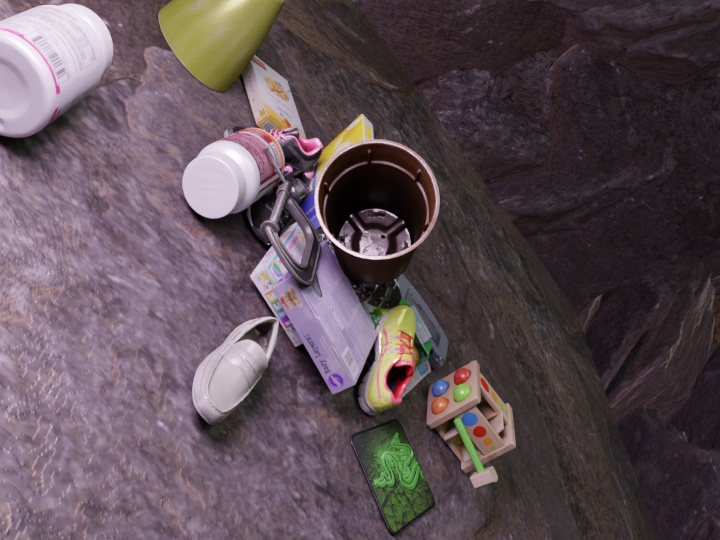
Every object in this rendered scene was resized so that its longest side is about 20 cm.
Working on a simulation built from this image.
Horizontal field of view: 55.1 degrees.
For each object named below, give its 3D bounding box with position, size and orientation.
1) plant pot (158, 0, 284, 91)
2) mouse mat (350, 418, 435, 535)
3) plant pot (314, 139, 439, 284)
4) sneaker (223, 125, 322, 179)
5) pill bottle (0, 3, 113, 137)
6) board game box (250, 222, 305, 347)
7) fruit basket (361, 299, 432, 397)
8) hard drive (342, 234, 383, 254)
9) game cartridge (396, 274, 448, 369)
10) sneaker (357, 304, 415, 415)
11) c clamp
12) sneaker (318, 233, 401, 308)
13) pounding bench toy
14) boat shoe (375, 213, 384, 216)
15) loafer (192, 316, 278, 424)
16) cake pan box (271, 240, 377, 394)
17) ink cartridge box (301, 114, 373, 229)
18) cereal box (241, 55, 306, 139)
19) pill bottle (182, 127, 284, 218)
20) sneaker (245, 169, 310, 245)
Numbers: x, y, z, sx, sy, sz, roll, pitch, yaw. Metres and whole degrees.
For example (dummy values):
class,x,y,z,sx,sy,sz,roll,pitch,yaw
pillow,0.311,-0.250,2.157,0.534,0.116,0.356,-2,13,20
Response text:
class,x,y,z,sx,sy,sz,roll,pitch,yaw
plant pot,-0.242,-0.476,1.291,0.187,0.198,0.189,46,24,-27
mouse mat,0.058,0.333,1.142,0.199,0.007,0.164,8,54,-65
plant pot,0.026,-0.079,1.158,0.199,0.196,0.204,88,-22,-71
sneaker,-0.155,-0.236,1.272,0.196,0.095,0.081,13,47,-35
pill bottle,-0.374,-0.245,0.813,0.114,0.112,0.202,49,23,-21
board game box,-0.105,0.017,1.145,0.136,0.034,0.201,59,20,-16
fruit basket,0.058,0.135,1.292,0.188,0.093,0.199,61,25,4
hard drive,0.008,-0.069,1.537,0.200,0.026,0.133,48,24,-26
game cartridge,0.130,0.111,1.556,0.202,0.041,0.134,55,17,-10
sneaker,0.066,0.150,1.181,0.077,0.089,0.204,31,61,-28
c clamp,-0.113,-0.072,1.037,0.172,0.027,0.202,55,19,-29
sneaker,0.000,0.000,1.296,0.198,0.080,0.089,37,8,18
pounding bench toy,0.213,0.305,1.359,0.157,0.123,0.201,51,23,-17
boat shoe,0.078,-0.135,1.743,0.077,0.070,0.201,64,25,-24
loafer,-0.154,0.117,0.875,0.070,0.069,0.201,51,23,-16
cake pan box,-0.048,0.071,1.104,0.203,0.051,0.185,60,22,-12
ink cartridge box,-0.053,-0.182,1.320,0.047,0.196,0.202,41,25,-25
cereal box,-0.187,-0.360,1.475,0.143,0.039,0.204,28,37,-53
pill bottle,-0.197,-0.154,1.086,0.111,0.108,0.200,54,22,-9
sneaker,-0.138,-0.124,1.203,0.076,0.087,0.202,49,24,-21
